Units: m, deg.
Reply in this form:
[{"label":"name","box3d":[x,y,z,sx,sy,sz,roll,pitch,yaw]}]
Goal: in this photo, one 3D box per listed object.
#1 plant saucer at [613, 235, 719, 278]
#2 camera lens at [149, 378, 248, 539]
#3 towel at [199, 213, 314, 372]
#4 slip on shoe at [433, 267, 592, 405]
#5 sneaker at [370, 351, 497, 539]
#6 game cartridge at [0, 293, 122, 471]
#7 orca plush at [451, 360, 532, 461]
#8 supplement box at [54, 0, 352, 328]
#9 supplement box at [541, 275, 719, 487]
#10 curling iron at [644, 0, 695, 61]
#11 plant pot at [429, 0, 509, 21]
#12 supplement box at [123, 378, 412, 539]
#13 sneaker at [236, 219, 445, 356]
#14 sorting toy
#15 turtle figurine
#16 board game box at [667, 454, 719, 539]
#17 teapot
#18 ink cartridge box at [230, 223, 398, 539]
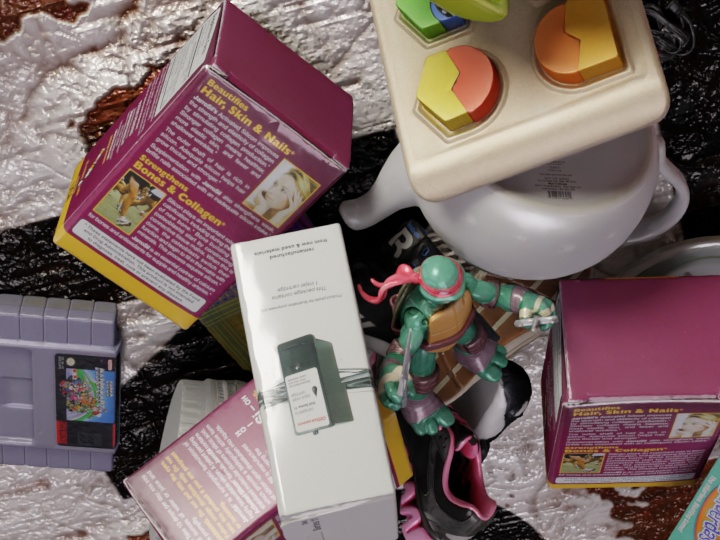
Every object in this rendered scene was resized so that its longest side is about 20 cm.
[{"label":"plant saucer","box3d":[0.291,0.035,1.345,0.197,0.051,0.202,0,132,0]},{"label":"camera lens","box3d":[-0.078,0.187,1.403,0.197,0.161,0.161,12,132,-12]},{"label":"towel","box3d":[-0.086,0.002,1.329,0.142,0.023,0.201,-23,128,20]},{"label":"slip on shoe","box3d":[0.106,0.043,1.300,0.076,0.200,0.061,48,161,-3]},{"label":"sneaker","box3d":[0.067,0.140,1.344,0.078,0.202,0.095,-4,157,-34]},{"label":"game cartridge","box3d":[-0.280,0.105,1.414,0.128,0.039,0.202,7,132,-2]},{"label":"orca plush","box3d":[0.114,0.140,1.410,0.070,0.106,0.201,6,136,-20]},{"label":"supplement box","box3d":[-0.117,-0.076,1.172,0.130,0.104,0.200,36,120,-22]},{"label":"supplement box","box3d":[0.213,0.093,1.245,0.129,0.105,0.201,-1,155,1]},{"label":"curling iron","box3d":[0.150,-0.191,1.155,0.197,0.026,0.050,10,111,-3]},{"label":"plant pot","box3d":[0.059,-0.284,0.955,0.197,0.202,0.181,25,134,-23]},{"label":"supplement box","box3d":[-0.068,0.164,1.245,0.199,0.103,0.131,-37,153,-13]},{"label":"sneaker","box3d":[0.000,0.000,1.281,0.198,0.073,0.113,19,110,-38]},{"label":"sorting toy","box3d":[0.098,-0.167,1.068,0.183,0.203,0.036,-19,159,17]},{"label":"turtle figurine","box3d":[0.067,0.044,1.150,0.148,0.101,0.201,-24,156,-8]},{"label":"board game box","box3d":[0.330,0.149,1.292,0.045,0.200,0.153,35,134,17]},{"label":"teapot","box3d":[0.122,-0.065,1.170,0.199,0.197,0.147,39,146,15]},{"label":"ink cartridge box","box3d":[-0.031,0.091,1.119,0.082,0.203,0.147,-11,159,-2]}]
